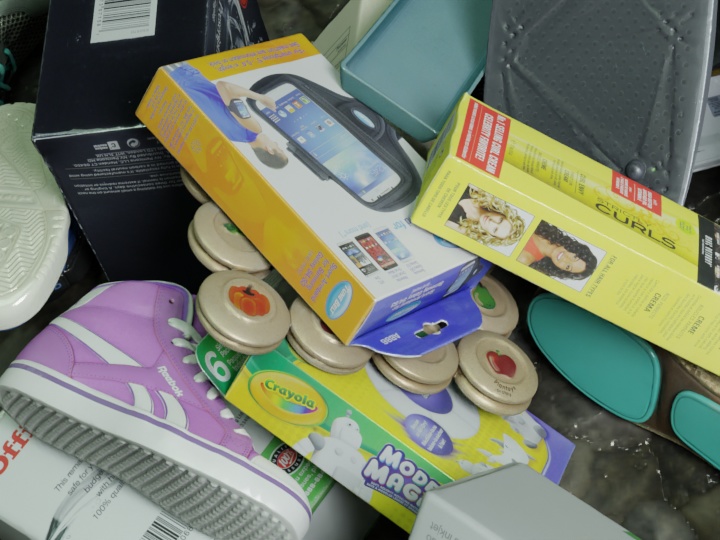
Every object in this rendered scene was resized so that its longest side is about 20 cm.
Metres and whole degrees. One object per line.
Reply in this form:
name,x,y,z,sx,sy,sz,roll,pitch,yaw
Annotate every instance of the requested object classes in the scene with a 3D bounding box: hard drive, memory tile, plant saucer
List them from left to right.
memory tile,0.000,0.000,0.957,0.199,0.017,0.154,14,41,-23
plant saucer,0.045,-0.137,1.055,0.070,0.019,0.200,34,37,-1
hard drive,0.141,-0.131,1.019,0.134,0.042,0.201,5,88,28

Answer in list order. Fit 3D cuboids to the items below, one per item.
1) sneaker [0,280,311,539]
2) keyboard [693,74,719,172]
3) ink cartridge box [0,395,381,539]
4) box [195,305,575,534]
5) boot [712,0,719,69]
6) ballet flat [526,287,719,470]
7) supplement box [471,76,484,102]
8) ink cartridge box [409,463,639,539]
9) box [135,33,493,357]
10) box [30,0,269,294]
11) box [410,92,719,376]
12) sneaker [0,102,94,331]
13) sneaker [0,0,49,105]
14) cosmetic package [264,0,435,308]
sneaker,-0.090,0.065,0.954,0.200,0.073,0.114,27,58,24
keyboard,0.223,-0.093,1.074,0.199,0.011,0.057,-15,67,-18
ink cartridge box,-0.109,0.125,1.010,0.199,0.083,0.147,27,67,28
box,0.014,0.073,0.953,0.199,0.048,0.117,34,26,3
boot,0.239,-0.166,1.093,0.199,0.168,0.077,-10,94,26
ballet flat,0.184,0.062,0.999,0.065,0.071,0.200,-26,50,-39
supplement box,0.125,-0.136,1.145,0.108,0.061,0.201,-4,54,12
ink cartridge box,0.074,0.215,0.822,0.146,0.083,0.201,30,112,32
box,-0.013,-0.041,0.946,0.200,0.042,0.119,45,38,18
box,-0.120,-0.107,1.116,0.103,0.182,0.201,-6,55,8
box,0.128,-0.017,0.948,0.199,0.050,0.075,27,34,-5
sneaker,-0.207,-0.006,1.109,0.076,0.112,0.200,-14,40,-2
sneaker,-0.278,-0.120,1.250,0.200,0.078,0.091,-43,71,-12
cosmetic package,-0.003,-0.063,1.094,0.071,0.105,0.201,22,55,-20
